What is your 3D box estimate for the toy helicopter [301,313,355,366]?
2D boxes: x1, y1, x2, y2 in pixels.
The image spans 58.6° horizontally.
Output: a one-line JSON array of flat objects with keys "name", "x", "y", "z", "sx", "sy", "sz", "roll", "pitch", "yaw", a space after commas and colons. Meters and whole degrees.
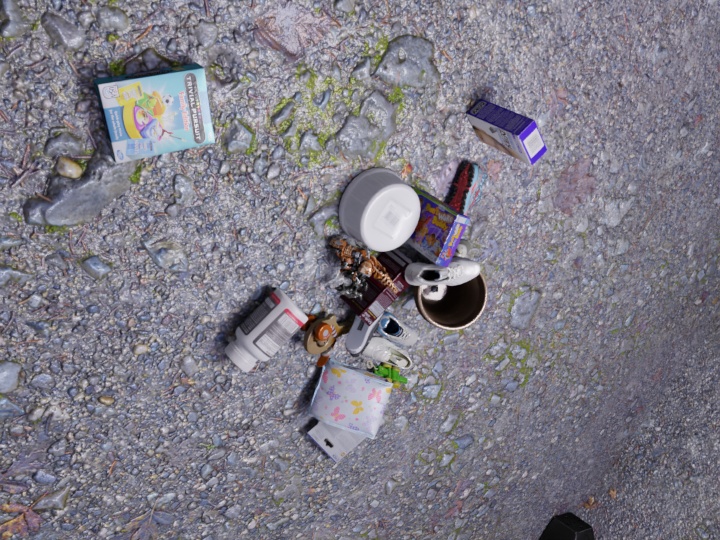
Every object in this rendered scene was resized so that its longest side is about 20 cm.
[{"name": "toy helicopter", "x": -0.071, "y": 0.175, "z": 1.724, "sx": 0.199, "sy": 0.079, "sz": 0.133, "roll": -16, "pitch": 119, "yaw": -42}]

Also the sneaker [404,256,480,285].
[{"name": "sneaker", "x": 0.216, "y": 0.010, "z": 1.633, "sx": 0.199, "sy": 0.087, "sz": 0.075, "roll": -8, "pitch": 97, "yaw": -12}]

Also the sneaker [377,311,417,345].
[{"name": "sneaker", "x": 0.105, "y": 0.177, "z": 1.846, "sx": 0.200, "sy": 0.072, "sz": 0.072, "roll": 33, "pitch": 93, "yaw": -43}]

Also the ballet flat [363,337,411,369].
[{"name": "ballet flat", "x": 0.081, "y": 0.245, "z": 1.873, "sx": 0.199, "sy": 0.069, "sz": 0.070, "roll": 25, "pitch": 101, "yaw": -41}]

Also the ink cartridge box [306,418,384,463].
[{"name": "ink cartridge box", "x": -0.047, "y": 0.459, "z": 1.927, "sx": 0.200, "sy": 0.043, "sz": 0.197, "roll": -38, "pitch": 130, "yaw": -7}]

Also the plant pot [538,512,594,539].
[{"name": "plant pot", "x": 0.983, "y": 1.266, "z": 3.028, "sx": 0.199, "sy": 0.199, "sz": 0.179, "roll": 2, "pitch": 103, "yaw": -35}]

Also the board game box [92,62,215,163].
[{"name": "board game box", "x": -0.391, "y": -0.304, "z": 1.234, "sx": 0.199, "sy": 0.047, "sz": 0.152, "roll": -19, "pitch": 125, "yaw": -25}]

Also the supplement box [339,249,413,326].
[{"name": "supplement box", "x": 0.052, "y": 0.039, "z": 1.702, "sx": 0.200, "sy": 0.109, "sz": 0.061, "roll": -45, "pitch": 133, "yaw": -3}]

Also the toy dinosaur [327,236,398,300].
[{"name": "toy dinosaur", "x": 0.000, "y": 0.000, "z": 1.611, "sx": 0.102, "sy": 0.200, "sz": 0.136, "roll": -22, "pitch": 152, "yaw": -48}]

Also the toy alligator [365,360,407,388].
[{"name": "toy alligator", "x": 0.064, "y": 0.308, "z": 1.911, "sx": 0.054, "sy": 0.060, "sz": 0.200, "roll": -24, "pitch": 142, "yaw": 34}]

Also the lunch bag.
[{"name": "lunch bag", "x": -0.032, "y": 0.354, "z": 1.798, "sx": 0.199, "sy": 0.127, "sz": 0.171, "roll": 19, "pitch": 86, "yaw": -8}]

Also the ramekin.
[{"name": "ramekin", "x": 0.054, "y": -0.146, "z": 1.602, "sx": 0.199, "sy": 0.098, "sz": 0.202, "roll": -17, "pitch": 125, "yaw": -26}]

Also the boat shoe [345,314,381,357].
[{"name": "boat shoe", "x": 0.020, "y": 0.149, "z": 1.745, "sx": 0.066, "sy": 0.069, "sz": 0.201, "roll": 76, "pitch": 33, "yaw": -55}]

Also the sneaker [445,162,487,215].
[{"name": "sneaker", "x": 0.295, "y": -0.189, "z": 1.757, "sx": 0.095, "sy": 0.079, "sz": 0.201, "roll": 6, "pitch": 113, "yaw": -39}]

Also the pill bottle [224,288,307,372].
[{"name": "pill bottle", "x": -0.234, "y": 0.150, "z": 1.568, "sx": 0.200, "sy": 0.111, "sz": 0.111, "roll": -45, "pitch": 132, "yaw": -4}]

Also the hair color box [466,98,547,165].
[{"name": "hair color box", "x": 0.369, "y": -0.353, "z": 1.628, "sx": 0.065, "sy": 0.200, "sz": 0.109, "roll": -43, "pitch": 132, "yaw": -2}]

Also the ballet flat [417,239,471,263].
[{"name": "ballet flat", "x": 0.251, "y": -0.046, "z": 1.820, "sx": 0.199, "sy": 0.064, "sz": 0.068, "roll": -4, "pitch": 117, "yaw": -33}]

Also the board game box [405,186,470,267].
[{"name": "board game box", "x": 0.177, "y": -0.114, "z": 1.637, "sx": 0.045, "sy": 0.200, "sz": 0.135, "roll": 12, "pitch": 109, "yaw": -37}]

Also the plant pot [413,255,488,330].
[{"name": "plant pot", "x": 0.229, "y": 0.055, "z": 1.771, "sx": 0.199, "sy": 0.175, "sz": 0.202, "roll": -1, "pitch": 94, "yaw": -11}]
